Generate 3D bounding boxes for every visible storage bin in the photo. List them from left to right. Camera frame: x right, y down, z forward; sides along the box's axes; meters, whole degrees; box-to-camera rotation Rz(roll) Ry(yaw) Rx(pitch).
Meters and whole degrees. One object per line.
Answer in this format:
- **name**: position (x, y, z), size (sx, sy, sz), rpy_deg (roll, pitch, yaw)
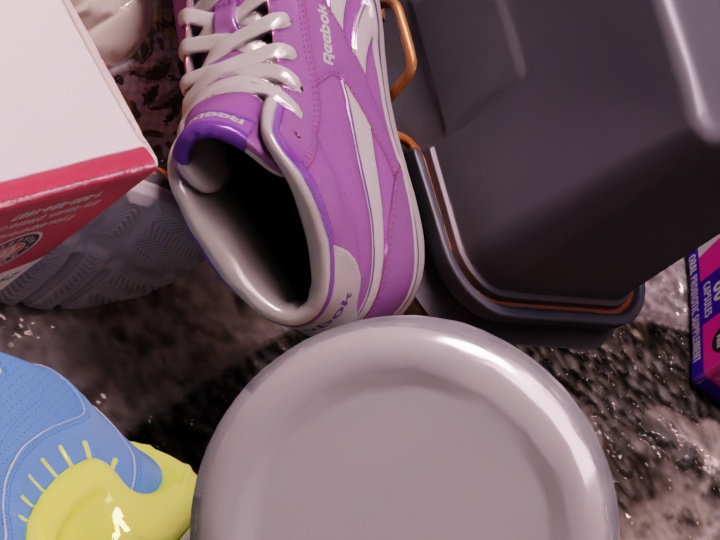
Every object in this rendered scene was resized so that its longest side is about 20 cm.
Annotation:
- **storage bin**: position (0.079, -0.090, 0.874), size (0.146, 0.134, 0.200), rpy_deg (6, 63, -44)

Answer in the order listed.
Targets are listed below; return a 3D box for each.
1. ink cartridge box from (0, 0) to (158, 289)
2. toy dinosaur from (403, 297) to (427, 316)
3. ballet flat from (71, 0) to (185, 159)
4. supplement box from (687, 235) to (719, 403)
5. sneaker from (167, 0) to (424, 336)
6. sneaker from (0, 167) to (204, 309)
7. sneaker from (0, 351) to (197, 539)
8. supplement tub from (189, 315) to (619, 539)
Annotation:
- **ink cartridge box**: position (-0.172, 0.002, 0.566), size (0.145, 0.200, 0.084), rpy_deg (-20, 78, -55)
- **toy dinosaur**: position (0.000, 0.000, 0.920), size (0.101, 0.058, 0.200), rpy_deg (36, 20, -52)
- **ballet flat**: position (-0.126, -0.123, 0.847), size (0.200, 0.072, 0.072), rpy_deg (51, 34, 3)
- **supplement box**: position (0.258, -0.007, 1.083), size (0.103, 0.200, 0.101), rpy_deg (35, 37, -24)
- **sneaker**: position (-0.036, -0.074, 0.794), size (0.201, 0.073, 0.114), rpy_deg (69, 19, 7)
- **sneaker**: position (-0.136, -0.058, 0.773), size (0.200, 0.078, 0.112), rpy_deg (16, 49, -41)
- **sneaker**: position (-0.122, 0.080, 0.675), size (0.105, 0.076, 0.200), rpy_deg (45, 20, 7)
- **supplement tub**: position (0.017, 0.077, 0.733), size (0.123, 0.123, 0.200), rpy_deg (55, 1, 4)
